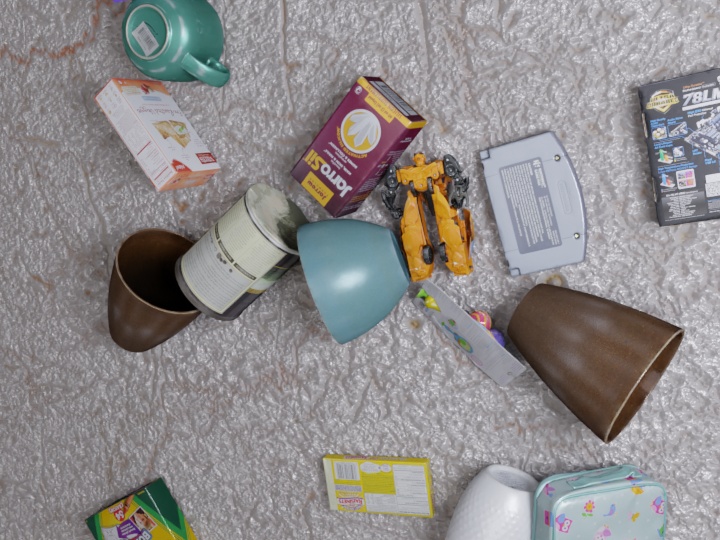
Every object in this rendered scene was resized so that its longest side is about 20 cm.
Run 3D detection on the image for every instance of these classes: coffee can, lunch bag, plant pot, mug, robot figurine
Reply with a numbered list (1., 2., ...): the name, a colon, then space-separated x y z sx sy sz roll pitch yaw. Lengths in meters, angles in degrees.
1. coffee can: -0.197 -0.029 1.271 0.200 0.146 0.147 -40 84 25
2. lunch bag: 0.356 0.373 1.114 0.199 0.077 0.161 -4 98 -16
3. plant pot: 0.000 0.000 1.181 0.134 0.200 0.201 -20 93 8
4. plant pot: 0.318 0.110 1.070 0.200 0.187 0.187 35 113 28
5. mug: 0.242 0.413 1.190 0.199 0.148 0.176 13 101 -9
6. mug: -0.312 -0.396 1.263 0.184 0.114 0.153 12 105 21
7. plant pot: -0.383 0.058 1.369 0.187 0.187 0.200 46 129 8
8. robot figurine: 0.111 -0.087 1.177 0.145 0.058 0.201 -7 98 24

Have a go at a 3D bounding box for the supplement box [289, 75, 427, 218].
1. supplement box: -0.005 -0.195 1.188 0.110 0.086 0.200 44 114 9

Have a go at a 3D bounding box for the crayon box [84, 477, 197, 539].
1. crayon box: -0.451 0.547 1.548 0.200 0.058 0.173 -31 88 25

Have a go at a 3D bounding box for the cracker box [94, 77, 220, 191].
1. cracker box: -0.349 -0.237 1.301 0.058 0.134 0.200 -36 86 24

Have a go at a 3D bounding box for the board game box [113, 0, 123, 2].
1. board game box: -0.343 -0.545 1.230 0.134 0.045 0.201 -2 68 24

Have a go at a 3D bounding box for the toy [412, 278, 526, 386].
1. toy: 0.176 0.088 1.177 0.200 0.115 0.047 40 69 9

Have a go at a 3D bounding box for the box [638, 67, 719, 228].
1. box: 0.490 -0.171 1.002 0.199 0.050 0.199 -9 96 25

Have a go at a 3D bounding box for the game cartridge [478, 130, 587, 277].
1. game cartridge: 0.265 -0.099 1.121 0.133 0.042 0.201 -13 95 21

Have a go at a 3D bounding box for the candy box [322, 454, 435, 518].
1. candy box: 0.031 0.379 1.325 0.199 0.026 0.103 -3 102 24
